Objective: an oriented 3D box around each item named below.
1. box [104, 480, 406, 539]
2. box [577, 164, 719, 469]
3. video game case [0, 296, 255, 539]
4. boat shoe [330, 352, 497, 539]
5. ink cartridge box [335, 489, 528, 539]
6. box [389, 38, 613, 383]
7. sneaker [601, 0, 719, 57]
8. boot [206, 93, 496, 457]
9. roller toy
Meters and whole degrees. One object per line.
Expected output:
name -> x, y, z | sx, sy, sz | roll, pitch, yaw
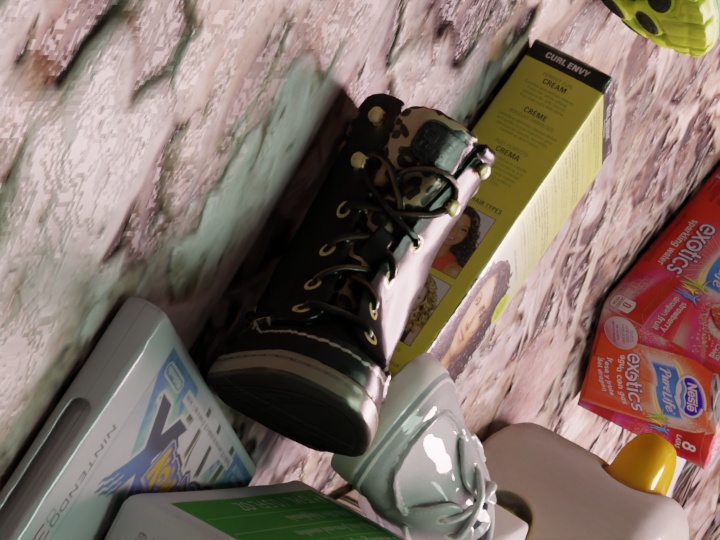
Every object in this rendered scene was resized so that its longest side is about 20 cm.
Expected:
box -> -0.035, 0.215, 1.244 | 0.201, 0.171, 0.199 | -64, 161, 6
box -> 0.236, 0.024, 1.886 | 0.200, 0.099, 0.096 | -46, 155, -42
video game case -> -0.116, 0.124, 1.208 | 0.183, 0.022, 0.200 | -58, 161, -14
boat shoe -> 0.033, 0.099, 1.343 | 0.072, 0.068, 0.200 | -46, 164, -16
ink cartridge box -> -0.003, 0.198, 1.512 | 0.200, 0.084, 0.147 | -22, 136, -62
box -> 0.057, -0.015, 1.435 | 0.200, 0.050, 0.075 | -56, 161, -22
sneaker -> 0.168, -0.182, 1.461 | 0.084, 0.074, 0.200 | -49, 157, -24
boot -> 0.000, 0.000, 1.222 | 0.151, 0.073, 0.200 | -62, 180, -7
roller toy -> 0.112, 0.197, 1.730 | 0.200, 0.139, 0.183 | -42, 153, -48
